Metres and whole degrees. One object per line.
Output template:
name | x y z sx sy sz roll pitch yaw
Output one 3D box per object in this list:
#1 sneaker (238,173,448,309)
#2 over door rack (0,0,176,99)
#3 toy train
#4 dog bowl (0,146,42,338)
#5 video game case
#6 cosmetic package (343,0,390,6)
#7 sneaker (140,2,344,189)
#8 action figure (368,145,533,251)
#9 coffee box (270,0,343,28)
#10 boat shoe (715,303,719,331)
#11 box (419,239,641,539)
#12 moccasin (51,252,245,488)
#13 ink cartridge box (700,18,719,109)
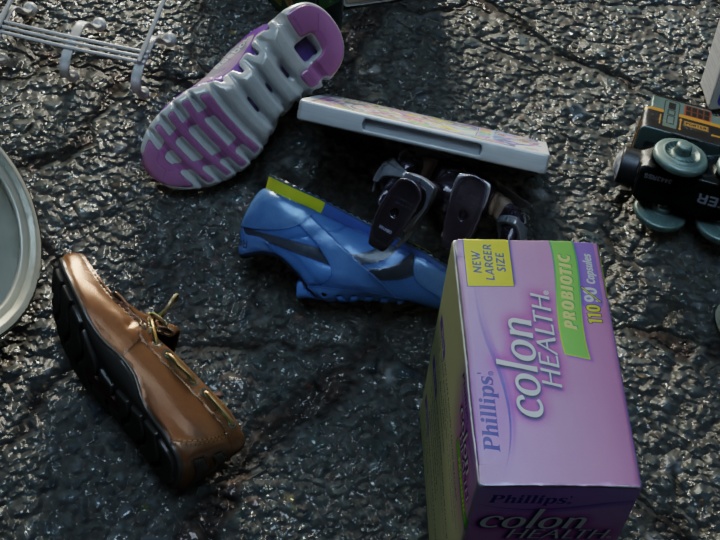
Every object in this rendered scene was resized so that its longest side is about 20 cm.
sneaker | 0.000 0.000 1.036 0.198 0.066 0.079 25 90 1
over door rack | -0.230 -0.256 1.190 0.146 0.067 0.202 13 73 5
toy train | 0.309 -0.079 1.107 0.197 0.086 0.115 15 43 6
dog bowl | -0.328 -0.025 0.950 0.199 0.073 0.202 30 47 -38
video game case | 0.055 -0.114 1.092 0.197 0.018 0.143 13 10 5
cosmetic package | 0.003 -0.358 1.288 0.102 0.088 0.201 -12 54 -16
sneaker | -0.105 -0.145 1.125 0.200 0.081 0.088 -42 23 -12
action figure | 0.066 -0.052 1.023 0.129 0.070 0.200 17 10 11
coffee box | -0.085 -0.321 1.230 0.044 0.124 0.200 -27 57 -23
boat shoe | 0.380 0.015 1.047 0.197 0.068 0.072 -9 52 -14
box | 0.100 0.111 0.860 0.095 0.201 0.178 1 51 -4
moccasin | -0.156 0.061 0.958 0.077 0.074 0.201 -25 55 -34
ink cartridge box | 0.412 -0.232 1.156 0.195 0.201 0.044 -5 50 -10
